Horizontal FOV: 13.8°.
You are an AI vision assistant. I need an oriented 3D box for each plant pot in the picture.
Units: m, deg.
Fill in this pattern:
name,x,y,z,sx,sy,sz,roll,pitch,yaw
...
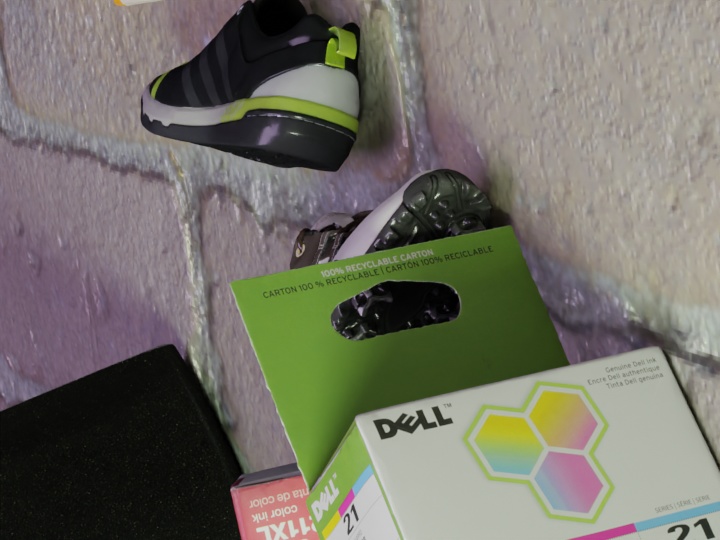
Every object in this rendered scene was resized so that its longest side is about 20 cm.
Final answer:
name,x,y,z,sx,sy,sz,roll,pitch,yaw
plant pot,-0.150,0.194,1.675,0.177,0.199,0.200,47,143,29

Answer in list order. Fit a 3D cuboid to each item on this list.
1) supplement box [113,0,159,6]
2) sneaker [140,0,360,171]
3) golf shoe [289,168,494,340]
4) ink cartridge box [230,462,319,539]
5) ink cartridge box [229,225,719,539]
name,x,y,z,sx,sy,sz,roll,pitch,yaw
supplement box,-0.062,-0.199,1.425,0.200,0.073,0.126,4,104,65
sneaker,-0.045,-0.097,1.473,0.200,0.072,0.083,12,88,62
golf shoe,0.000,0.000,1.383,0.095,0.078,0.200,66,151,27
ink cartridge box,0.001,0.188,1.401,0.146,0.083,0.200,108,149,-88
ink cartridge box,0.050,0.062,1.218,0.200,0.148,0.076,67,153,22
